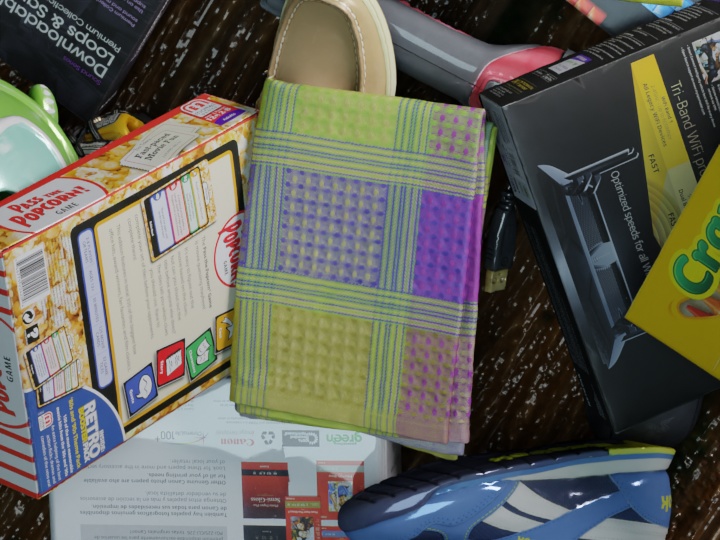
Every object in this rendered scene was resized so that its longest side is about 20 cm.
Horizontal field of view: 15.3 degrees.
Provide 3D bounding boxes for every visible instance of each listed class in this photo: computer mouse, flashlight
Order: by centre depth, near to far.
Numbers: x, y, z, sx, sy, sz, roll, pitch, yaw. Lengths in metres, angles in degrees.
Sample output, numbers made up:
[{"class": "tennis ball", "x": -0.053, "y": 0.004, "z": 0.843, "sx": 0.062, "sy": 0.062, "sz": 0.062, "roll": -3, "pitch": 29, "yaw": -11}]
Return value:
[{"class": "computer mouse", "x": 0.139, "y": 0.025, "z": 1.527, "sx": 0.140, "sy": 0.046, "sz": 0.200, "roll": 0, "pitch": 115, "yaw": -8}, {"class": "flashlight", "x": 0.043, "y": -0.131, "z": 1.536, "sx": 0.200, "sy": 0.068, "sz": 0.068, "roll": 28, "pitch": 68, "yaw": 6}]

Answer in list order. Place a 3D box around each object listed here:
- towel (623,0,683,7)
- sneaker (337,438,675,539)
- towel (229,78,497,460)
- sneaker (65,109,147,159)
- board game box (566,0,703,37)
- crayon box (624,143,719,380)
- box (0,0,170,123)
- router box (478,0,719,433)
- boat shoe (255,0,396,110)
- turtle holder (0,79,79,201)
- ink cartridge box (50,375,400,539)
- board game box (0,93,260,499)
[{"class": "towel", "x": 0.085, "y": -0.199, "z": 1.482, "sx": 0.199, "sy": 0.018, "sz": 0.086, "roll": 8, "pitch": 101, "yaw": 10}, {"class": "sneaker", "x": 0.086, "y": 0.144, "z": 1.504, "sx": 0.200, "sy": 0.074, "sz": 0.082, "roll": -5, "pitch": 95, "yaw": -14}, {"class": "towel", "x": 0.000, "y": 0.000, "z": 1.473, "sx": 0.143, "sy": 0.023, "sz": 0.201, "roll": 9, "pitch": 105, "yaw": 19}, {"class": "sneaker", "x": -0.161, "y": -0.061, "z": 1.564, "sx": 0.199, "sy": 0.078, "sz": 0.082, "roll": 7, "pitch": 122, "yaw": -2}, {"class": "board game box", "x": 0.195, "y": -0.216, "z": 1.499, "sx": 0.165, "sy": 0.057, "sz": 0.200, "roll": 37, "pitch": 104, "yaw": -2}, {"class": "crayon box", "x": 0.252, "y": -0.010, "z": 1.353, "sx": 0.172, "sy": 0.058, "sz": 0.200, "roll": 32, "pitch": 129, "yaw": 10}, {"class": "box", "x": -0.167, "y": -0.193, "z": 1.521, "sx": 0.143, "sy": 0.036, "sz": 0.200, "roll": 36, "pitch": 133, "yaw": 0}, {"class": "router box", "x": 0.172, "y": -0.033, "z": 1.472, "sx": 0.157, "sy": 0.052, "sz": 0.200, "roll": -22, "pitch": 106, "yaw": -7}, {"class": "boat shoe", "x": -0.027, "y": -0.074, "z": 1.515, "sx": 0.074, "sy": 0.066, "sz": 0.200, "roll": 16, "pitch": 128, "yaw": 15}, {"class": "turtle holder", "x": -0.227, "y": -0.012, "z": 1.479, "sx": 0.141, "sy": 0.132, "sz": 0.186, "roll": 13, "pitch": 108, "yaw": 4}, {"class": "ink cartridge box", "x": -0.078, "y": 0.142, "z": 1.585, "sx": 0.199, "sy": 0.084, "sz": 0.176, "roll": 1, "pitch": 100, "yaw": 8}, {"class": "board game box", "x": -0.129, "y": 0.011, "z": 1.460, "sx": 0.046, "sy": 0.200, "sz": 0.152, "roll": 18, "pitch": 125, "yaw": 36}]
